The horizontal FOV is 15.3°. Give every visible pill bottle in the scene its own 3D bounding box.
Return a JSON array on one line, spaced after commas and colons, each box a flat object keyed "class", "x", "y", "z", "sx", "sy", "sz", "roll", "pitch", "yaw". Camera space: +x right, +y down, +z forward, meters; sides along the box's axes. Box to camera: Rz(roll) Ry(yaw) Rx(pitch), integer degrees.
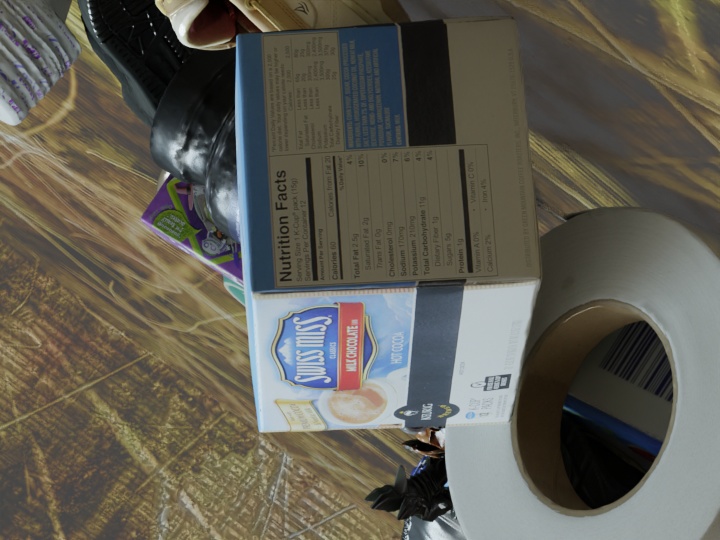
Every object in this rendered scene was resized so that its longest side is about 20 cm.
[{"class": "pill bottle", "x": -0.015, "y": -0.047, "z": 1.489, "sx": 0.199, "sy": 0.112, "sz": 0.112, "roll": 31, "pitch": 170, "yaw": 20}]

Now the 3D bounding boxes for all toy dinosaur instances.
[{"class": "toy dinosaur", "x": 0.082, "y": 0.099, "z": 1.619, "sx": 0.199, "sy": 0.136, "sz": 0.102, "roll": 13, "pitch": -172, "yaw": -38}]

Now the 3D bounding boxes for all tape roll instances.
[{"class": "tape roll", "x": 0.124, "y": 0.069, "z": 1.312, "sx": 0.037, "sy": 0.204, "sz": 0.202, "roll": 18, "pitch": -175, "yaw": -41}]

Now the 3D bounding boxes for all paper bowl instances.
[{"class": "paper bowl", "x": -0.247, "y": -0.188, "z": 1.593, "sx": 0.200, "sy": 0.104, "sz": 0.201, "roll": 40, "pitch": 172, "yaw": 7}]

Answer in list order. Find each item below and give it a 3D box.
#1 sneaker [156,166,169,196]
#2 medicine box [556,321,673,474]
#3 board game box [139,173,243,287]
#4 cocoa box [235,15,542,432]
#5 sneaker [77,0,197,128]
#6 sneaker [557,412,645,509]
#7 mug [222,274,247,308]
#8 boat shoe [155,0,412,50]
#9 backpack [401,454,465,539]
[{"class": "sneaker", "x": -0.096, "y": -0.063, "z": 1.912, "sx": 0.075, "sy": 0.071, "sz": 0.200, "roll": 15, "pitch": 172, "yaw": 5}, {"class": "medicine box", "x": 0.212, "y": 0.089, "z": 1.406, "sx": 0.182, "sy": 0.103, "sz": 0.200, "roll": 26, "pitch": 166, "yaw": 45}, {"class": "board game box", "x": -0.021, "y": -0.031, "z": 1.571, "sx": 0.200, "sy": 0.120, "sz": 0.032, "roll": 31, "pitch": 170, "yaw": 27}, {"class": "cocoa box", "x": 0.009, "y": -0.016, "z": 1.266, "sx": 0.130, "sy": 0.134, "sz": 0.200, "roll": -3, "pitch": 159, "yaw": -2}, {"class": "sneaker", "x": -0.133, "y": -0.145, "z": 1.558, "sx": 0.104, "sy": 0.060, "sz": 0.200, "roll": 48, "pitch": 168, "yaw": 43}, {"class": "sneaker", "x": 0.136, "y": 0.134, "z": 1.374, "sx": 0.091, "sy": 0.076, "sz": 0.200, "roll": 30, "pitch": -179, "yaw": -43}, {"class": "mug", "x": -0.006, "y": -0.006, "z": 1.660, "sx": 0.185, "sy": 0.115, "sz": 0.152, "roll": 32, "pitch": 171, "yaw": 18}, {"class": "boat shoe", "x": -0.068, "y": -0.141, "z": 1.331, "sx": 0.200, "sy": 0.069, "sz": 0.074, "roll": 29, "pitch": 169, "yaw": 32}, {"class": "backpack", "x": 0.134, "y": 0.150, "z": 1.847, "sx": 0.182, "sy": 0.135, "sz": 0.200, "roll": 11, "pitch": -154, "yaw": 16}]
